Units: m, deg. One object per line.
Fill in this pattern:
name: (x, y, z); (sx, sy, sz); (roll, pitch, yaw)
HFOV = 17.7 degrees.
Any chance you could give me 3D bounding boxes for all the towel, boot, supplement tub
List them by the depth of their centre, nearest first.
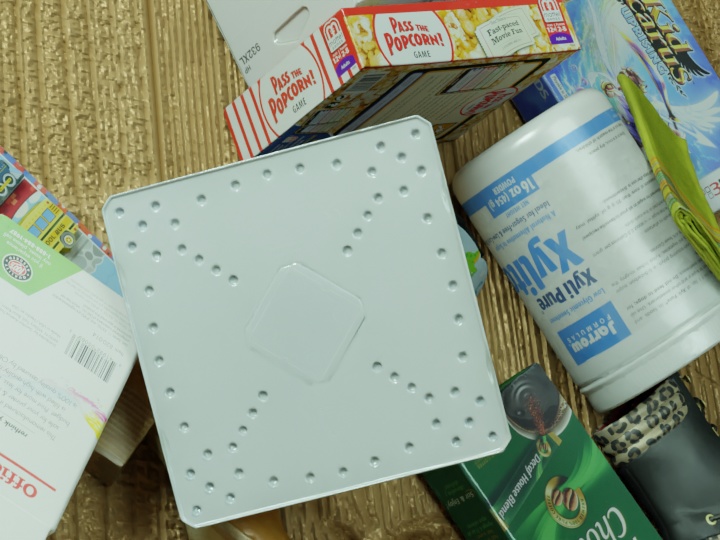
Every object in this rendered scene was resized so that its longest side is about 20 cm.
boot: (-0.069, 0.107, 1.430); (0.201, 0.071, 0.144); (37, 60, -5)
supplement tub: (0.167, -0.015, 1.638); (0.132, 0.132, 0.200); (-30, 86, -42)
towel: (0.229, -0.067, 1.653); (0.086, 0.018, 0.200); (49, 16, -30)
boot: (0.261, 0.137, 1.672); (0.200, 0.073, 0.151); (-34, 87, -41)

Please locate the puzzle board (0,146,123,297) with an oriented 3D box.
puzzle board: (-0.228, 0.024, 1.398); (0.151, 0.017, 0.200); (43, 49, -11)

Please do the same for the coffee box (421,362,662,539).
coffee box: (0.135, 0.175, 1.573); (0.123, 0.044, 0.200); (-34, 90, -43)

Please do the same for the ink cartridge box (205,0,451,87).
ink cartridge box: (0.014, -0.208, 1.613); (0.200, 0.145, 0.084); (-21, 80, -41)

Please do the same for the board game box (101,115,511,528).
board game box: (-0.031, 0.030, 1.348); (0.026, 0.199, 0.201); (-28, 103, -84)

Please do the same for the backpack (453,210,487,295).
backpack: (0.000, 0.000, 1.458); (0.163, 0.200, 0.154); (49, 58, -6)

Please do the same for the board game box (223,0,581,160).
board game box: (0.029, -0.130, 1.580); (0.200, 0.151, 0.046); (-9, 73, -40)

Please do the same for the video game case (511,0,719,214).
video game case: (0.211, -0.122, 1.784); (0.181, 0.045, 0.200); (-28, 86, -43)

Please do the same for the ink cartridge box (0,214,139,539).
ink cartridge box: (-0.213, 0.083, 1.323); (0.117, 0.067, 0.200); (36, 51, -17)
